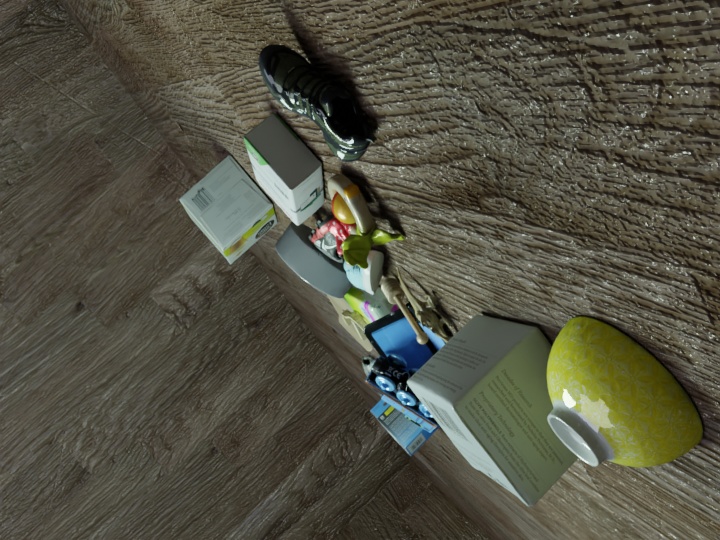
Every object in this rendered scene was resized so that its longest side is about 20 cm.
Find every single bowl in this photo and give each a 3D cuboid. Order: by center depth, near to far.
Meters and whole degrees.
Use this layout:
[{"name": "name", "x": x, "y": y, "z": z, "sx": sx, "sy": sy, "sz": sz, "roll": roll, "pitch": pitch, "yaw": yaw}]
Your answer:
[{"name": "bowl", "x": 0.288, "y": 0.166, "z": 0.864, "sx": 0.200, "sy": 0.107, "sz": 0.200, "roll": 47, "pitch": 168, "yaw": 13}]

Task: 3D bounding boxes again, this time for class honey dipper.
[{"name": "honey dipper", "x": 0.088, "y": 0.082, "z": 1.425, "sx": 0.038, "sy": 0.038, "sz": 0.201, "roll": 57, "pitch": -177, "yaw": -36}]

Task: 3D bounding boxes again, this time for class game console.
[{"name": "game console", "x": 0.127, "y": 0.179, "z": 1.518, "sx": 0.201, "sy": 0.116, "sz": 0.175, "roll": 54, "pitch": 168, "yaw": -25}]

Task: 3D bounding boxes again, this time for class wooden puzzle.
[{"name": "wooden puzzle", "x": -0.034, "y": 0.138, "z": 2.250, "sx": 0.185, "sy": 0.037, "sz": 0.201, "roll": 41, "pitch": 162, "yaw": 39}]

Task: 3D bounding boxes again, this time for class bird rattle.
[{"name": "bird rattle", "x": -0.007, "y": -0.098, "z": 1.288, "sx": 0.200, "sy": 0.111, "sz": 0.165, "roll": -124, "pitch": 11, "yaw": -63}]

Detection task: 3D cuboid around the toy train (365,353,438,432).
[{"name": "toy train", "x": 0.102, "y": 0.258, "z": 1.541, "sx": 0.198, "sy": 0.087, "sz": 0.115, "roll": 31, "pitch": 148, "yaw": 4}]

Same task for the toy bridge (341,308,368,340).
[{"name": "toy bridge", "x": 0.001, "y": 0.136, "z": 1.752, "sx": 0.200, "sy": 0.027, "sz": 0.068, "roll": 36, "pitch": 159, "yaw": 54}]

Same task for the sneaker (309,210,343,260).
[{"name": "sneaker", "x": -0.055, "y": -0.064, "z": 1.551, "sx": 0.098, "sy": 0.071, "sz": 0.200, "roll": 52, "pitch": 168, "yaw": 0}]

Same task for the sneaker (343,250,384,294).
[{"name": "sneaker", "x": 0.000, "y": 0.000, "z": 1.486, "sx": 0.081, "sy": 0.075, "sz": 0.200, "roll": 21, "pitch": 164, "yaw": 6}]

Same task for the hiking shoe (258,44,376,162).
[{"name": "hiking shoe", "x": -0.054, "y": -0.243, "z": 0.996, "sx": 0.200, "sy": 0.076, "sz": 0.101, "roll": 42, "pitch": 162, "yaw": -9}]

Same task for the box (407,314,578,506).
[{"name": "box", "x": 0.214, "y": 0.200, "z": 1.097, "sx": 0.201, "sy": 0.171, "sz": 0.199, "roll": 51, "pitch": 169, "yaw": -12}]

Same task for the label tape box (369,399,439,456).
[{"name": "label tape box", "x": 0.146, "y": 0.477, "z": 2.356, "sx": 0.200, "sy": 0.144, "sz": 0.064, "roll": 39, "pitch": 168, "yaw": 46}]

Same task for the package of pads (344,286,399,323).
[{"name": "package of pads", "x": 0.049, "y": 0.108, "z": 1.722, "sx": 0.155, "sy": 0.068, "sz": 0.200, "roll": 56, "pitch": 168, "yaw": -22}]

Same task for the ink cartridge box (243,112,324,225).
[{"name": "ink cartridge box", "x": -0.147, "y": -0.196, "z": 1.447, "sx": 0.146, "sy": 0.084, "sz": 0.200, "roll": 48, "pitch": 169, "yaw": 11}]

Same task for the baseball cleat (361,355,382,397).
[{"name": "baseball cleat", "x": 0.062, "y": 0.377, "z": 2.549, "sx": 0.200, "sy": 0.070, "sz": 0.107, "roll": 39, "pitch": 165, "yaw": 41}]

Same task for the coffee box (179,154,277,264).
[{"name": "coffee box", "x": -0.387, "y": -0.175, "z": 2.166, "sx": 0.200, "sy": 0.199, "sz": 0.198, "roll": 47, "pitch": 170, "yaw": 8}]

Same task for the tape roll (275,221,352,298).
[{"name": "tape roll", "x": -0.097, "y": -0.025, "z": 1.665, "sx": 0.199, "sy": 0.067, "sz": 0.201, "roll": 36, "pitch": -168, "yaw": -8}]

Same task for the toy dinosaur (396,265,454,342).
[{"name": "toy dinosaur", "x": 0.121, "y": 0.079, "z": 1.368, "sx": 0.201, "sy": 0.058, "sz": 0.101, "roll": 50, "pitch": 170, "yaw": 0}]
